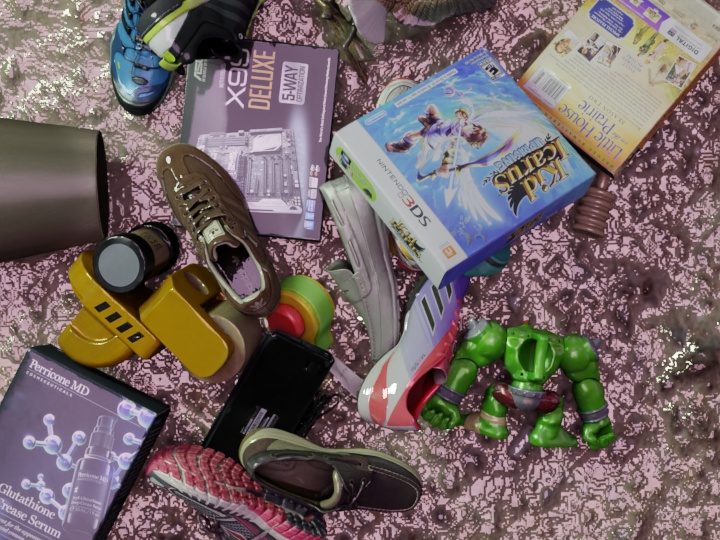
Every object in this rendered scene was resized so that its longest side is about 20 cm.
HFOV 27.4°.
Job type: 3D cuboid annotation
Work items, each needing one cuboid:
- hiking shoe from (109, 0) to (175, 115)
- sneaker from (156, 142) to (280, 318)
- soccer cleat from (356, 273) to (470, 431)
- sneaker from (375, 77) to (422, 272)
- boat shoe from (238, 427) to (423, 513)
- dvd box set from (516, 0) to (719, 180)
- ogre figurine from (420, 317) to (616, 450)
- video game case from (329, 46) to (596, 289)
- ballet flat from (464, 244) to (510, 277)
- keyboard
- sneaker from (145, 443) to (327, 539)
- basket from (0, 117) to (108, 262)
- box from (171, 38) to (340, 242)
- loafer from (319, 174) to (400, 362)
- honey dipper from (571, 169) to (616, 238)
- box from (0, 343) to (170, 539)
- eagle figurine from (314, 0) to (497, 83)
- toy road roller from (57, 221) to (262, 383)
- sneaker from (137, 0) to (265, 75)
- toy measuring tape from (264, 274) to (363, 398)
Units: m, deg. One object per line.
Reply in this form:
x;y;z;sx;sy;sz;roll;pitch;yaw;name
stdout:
-0.222;-0.262;1.518;0.074;0.087;0.202;9;89;0;hiking shoe
-0.140;-0.045;1.469;0.070;0.076;0.201;-33;85;-1;sneaker
0.072;0.074;1.490;0.073;0.068;0.201;16;65;37;soccer cleat
0.059;-0.100;1.521;0.077;0.082;0.202;-8;89;-1;sneaker
-0.028;0.218;1.505;0.199;0.065;0.074;14;114;-13;boat shoe
0.273;-0.215;1.530;0.146;0.029;0.200;40;90;18;dvd box set
0.172;0.116;1.514;0.198;0.098;0.121;13;101;11;ogre figurine
0.102;-0.106;1.462;0.199;0.046;0.182;-32;74;-22;video game case
0.119;-0.082;1.521;0.067;0.070;0.201;28;54;-35;ballet flat
-0.096;0.155;1.527;0.104;0.040;0.201;27;109;-15;keyboard
-0.132;0.247;1.499;0.199;0.081;0.075;32;109;-16;sneaker
-0.361;-0.084;1.496;0.198;0.136;0.182;-3;90;-4;basket
-0.108;-0.137;1.536;0.156;0.050;0.202;7;89;1;box
0.000;0.000;1.518;0.069;0.070;0.202;-10;98;-5;loafer
0.266;-0.135;1.549;0.038;0.038;0.201;16;86;0;honey dipper
-0.307;0.198;1.502;0.148;0.107;0.201;26;88;1;box
0.044;-0.311;1.505;0.199;0.152;0.151;-33;69;4;eagle figurine
-0.213;0.055;1.503;0.200;0.123;0.146;43;104;1;toy road roller
-0.141;-0.246;1.489;0.200;0.072;0.083;-33;87;-41;sneaker
-0.035;0.065;1.520;0.200;0.074;0.074;42;89;4;toy measuring tape
